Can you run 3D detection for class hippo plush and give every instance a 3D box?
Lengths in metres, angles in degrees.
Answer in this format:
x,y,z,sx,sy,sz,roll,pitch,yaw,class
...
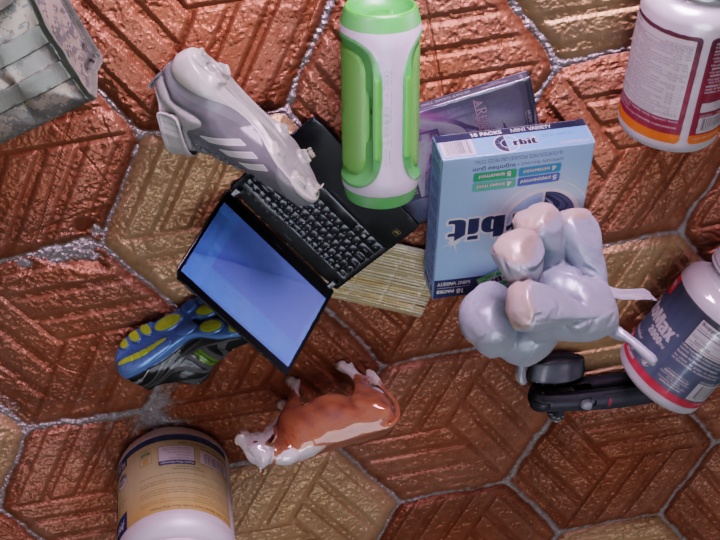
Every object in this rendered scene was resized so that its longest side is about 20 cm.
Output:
x,y,z,sx,sy,sz,roll,pitch,yaw,class
0.196,0.028,1.397,0.198,0.161,0.161,17,152,-24,hippo plush

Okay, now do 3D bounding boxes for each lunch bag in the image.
x,y,z,sx,sy,sz,roll,pitch,yaw,class
-0.351,-0.224,1.161,0.162,0.118,0.201,-23,122,8,lunch bag

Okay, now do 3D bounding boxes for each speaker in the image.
x,y,z,sx,sy,sz,roll,pitch,yaw,class
0.020,-0.168,1.277,0.087,0.089,0.203,-4,120,-7,speaker

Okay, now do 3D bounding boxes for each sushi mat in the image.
x,y,z,sx,sy,sz,roll,pitch,yaw,class
0.000,0.000,1.463,0.197,0.012,0.096,12,123,-19,sushi mat

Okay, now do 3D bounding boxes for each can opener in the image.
x,y,z,sx,sy,sz,roll,pitch,yaw,class
0.301,0.150,1.604,0.197,0.064,0.079,3,127,-12,can opener

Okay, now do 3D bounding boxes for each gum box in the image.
x,y,z,sx,sy,sz,roll,pitch,yaw,class
0.159,-0.064,1.400,0.167,0.045,0.202,-7,135,-10,gum box

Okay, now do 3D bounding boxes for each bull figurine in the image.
x,y,z,sx,sy,sz,roll,pitch,yaw,class
-0.052,0.176,1.519,0.197,0.122,0.066,-11,129,-2,bull figurine

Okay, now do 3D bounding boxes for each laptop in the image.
x,y,z,sx,sy,sz,roll,pitch,yaw,class
-0.064,-0.024,1.360,0.199,0.104,0.177,-36,117,21,laptop

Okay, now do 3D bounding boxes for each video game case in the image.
x,y,z,sx,sy,sz,roll,pitch,yaw,class
0.099,-0.124,1.383,0.197,0.019,0.144,-16,129,3,video game case

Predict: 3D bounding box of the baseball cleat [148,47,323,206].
x,y,z,sx,sy,sz,roll,pitch,yaw,class
-0.130,-0.130,1.294,0.106,0.070,0.201,-35,103,26,baseball cleat

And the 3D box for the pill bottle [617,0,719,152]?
x,y,z,sx,sy,sz,roll,pitch,yaw,class
0.328,-0.230,1.285,0.108,0.110,0.202,-2,128,-9,pill bottle

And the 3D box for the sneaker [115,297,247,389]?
x,y,z,sx,sy,sz,roll,pitch,yaw,class
-0.182,0.080,1.464,0.197,0.071,0.083,-23,142,9,sneaker

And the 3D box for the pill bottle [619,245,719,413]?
x,y,z,sx,sy,sz,roll,pitch,yaw,class
0.411,0.061,1.520,0.118,0.120,0.201,20,121,-24,pill bottle

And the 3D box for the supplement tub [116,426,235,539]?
x,y,z,sx,sy,sz,roll,pitch,yaw,class
-0.222,0.305,1.537,0.142,0.201,0.146,-5,128,-6,supplement tub
